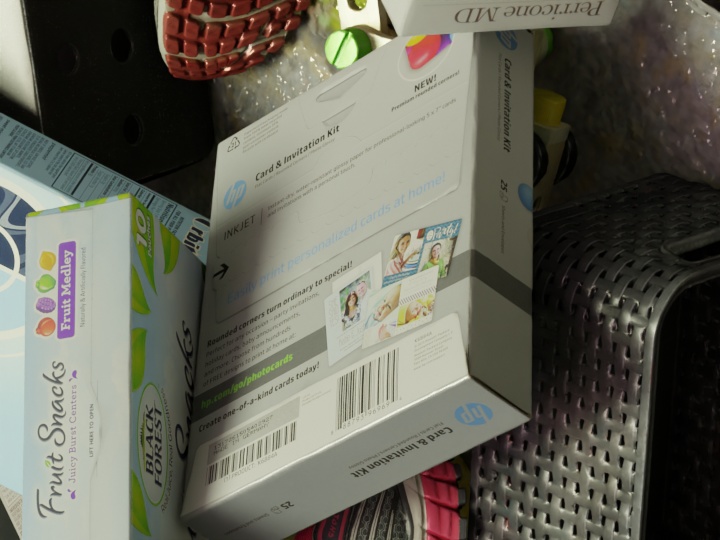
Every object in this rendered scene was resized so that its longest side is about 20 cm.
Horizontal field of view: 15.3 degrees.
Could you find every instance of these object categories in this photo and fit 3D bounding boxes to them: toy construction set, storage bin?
[{"bbox_3d":[0.029,-0.047,1.207,0.131,0.092,0.201,24,125,24],"label":"toy construction set"},{"bbox_3d":[0.123,0.073,1.114,0.094,0.135,0.201,19,116,41],"label":"storage bin"}]

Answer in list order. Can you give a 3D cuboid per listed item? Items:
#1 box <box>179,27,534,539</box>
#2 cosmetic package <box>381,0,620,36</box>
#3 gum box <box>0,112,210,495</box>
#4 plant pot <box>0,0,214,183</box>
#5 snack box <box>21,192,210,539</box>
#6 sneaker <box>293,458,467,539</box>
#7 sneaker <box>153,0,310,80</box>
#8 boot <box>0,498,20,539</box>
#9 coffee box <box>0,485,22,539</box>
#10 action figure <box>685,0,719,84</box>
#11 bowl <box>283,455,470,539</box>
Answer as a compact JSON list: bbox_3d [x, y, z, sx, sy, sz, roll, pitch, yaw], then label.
[{"bbox_3d":[0.000,0.000,1.090,0.156,0.041,0.201,-29,43,33],"label":"box"},{"bbox_3d":[0.071,-0.188,1.032,0.200,0.101,0.071,108,148,-45],"label":"cosmetic package"},{"bbox_3d":[-0.185,0.008,1.271,0.199,0.045,0.170,27,122,-1],"label":"gum box"},{"bbox_3d":[-0.188,-0.108,1.354,0.177,0.199,0.201,1,103,34],"label":"plant pot"},{"bbox_3d":[-0.090,0.088,1.105,0.053,0.142,0.201,-9,68,17],"label":"snack box"},{"bbox_3d":[-0.012,0.051,1.155,0.081,0.074,0.200,95,162,-46],"label":"sneaker"},{"bbox_3d":[-0.065,-0.186,1.289,0.082,0.078,0.201,47,135,52],"label":"sneaker"},{"bbox_3d":[-0.207,0.100,1.509,0.204,0.073,0.154,54,129,15],"label":"boot"},{"bbox_3d":[-0.125,0.093,1.398,0.080,0.114,0.200,-42,71,48],"label":"coffee box"},{"bbox_3d":[0.167,-0.152,1.050,0.130,0.069,0.201,29,125,31],"label":"action figure"},{"bbox_3d":[-0.026,0.094,1.261,0.200,0.200,0.108,2,80,46],"label":"bowl"}]
